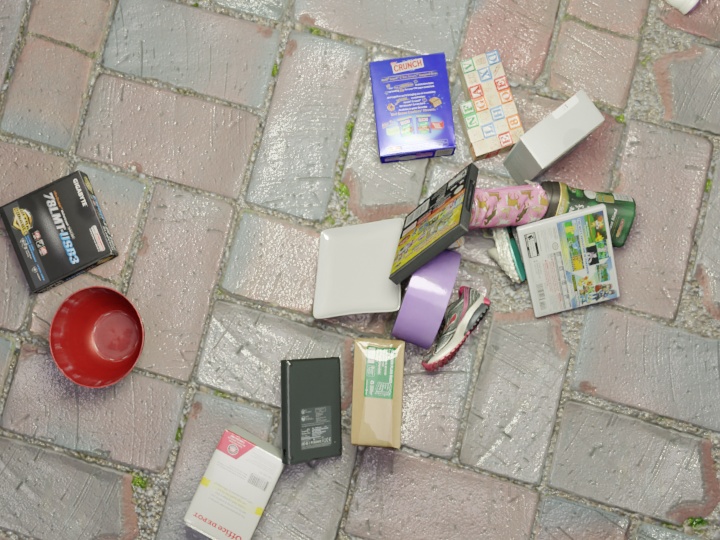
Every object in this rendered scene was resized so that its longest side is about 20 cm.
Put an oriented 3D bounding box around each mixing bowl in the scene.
[{"bbox_3d":[-0.532,0.138,1.420,0.194,0.108,0.206,0,85,1],"label":"mixing bowl"}]

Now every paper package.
[{"bbox_3d":[0.036,0.239,1.353,0.100,0.191,0.206,3,85,2],"label":"paper package"}]

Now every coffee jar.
[{"bbox_3d":[0.459,-0.118,1.408,0.194,0.086,0.107,11,123,4],"label":"coffee jar"}]

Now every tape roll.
[{"bbox_3d":[0.130,0.049,1.359,0.083,0.200,0.205,19,87,4],"label":"tape roll"}]

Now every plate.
[{"bbox_3d":[0.000,0.000,1.404,0.195,0.032,0.205,-7,65,24],"label":"plate"}]

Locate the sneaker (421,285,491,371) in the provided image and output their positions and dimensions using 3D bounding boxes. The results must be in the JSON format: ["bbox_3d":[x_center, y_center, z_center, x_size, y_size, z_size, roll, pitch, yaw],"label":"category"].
[{"bbox_3d":[0.189,0.124,1.412,0.074,0.081,0.201,35,70,14],"label":"sneaker"}]

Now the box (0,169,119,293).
[{"bbox_3d":[-0.653,-0.083,1.472,0.194,0.050,0.204,-24,86,1],"label":"box"}]

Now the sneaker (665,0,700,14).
[{"bbox_3d":[0.711,-0.660,1.453,0.098,0.075,0.204,26,87,2],"label":"sneaker"}]

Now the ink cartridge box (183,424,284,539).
[{"bbox_3d":[-0.254,0.447,1.400,0.142,0.083,0.204,26,86,3],"label":"ink cartridge box"}]

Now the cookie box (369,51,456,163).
[{"bbox_3d":[0.111,-0.346,1.450,0.166,0.075,0.206,-6,86,2],"label":"cookie box"}]

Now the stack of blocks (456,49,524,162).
[{"bbox_3d":[0.266,-0.351,1.453,0.112,0.059,0.205,-17,86,1],"label":"stack of blocks"}]

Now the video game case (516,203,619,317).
[{"bbox_3d":[0.426,-0.017,1.391,0.177,0.022,0.205,-14,110,9],"label":"video game case"}]

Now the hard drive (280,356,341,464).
[{"bbox_3d":[-0.099,0.283,1.395,0.137,0.033,0.206,2,85,-38],"label":"hard drive"}]

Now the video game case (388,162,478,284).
[{"bbox_3d":[0.138,-0.087,1.277,0.025,0.199,0.183,36,43,-18],"label":"video game case"}]

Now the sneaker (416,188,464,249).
[{"bbox_3d":[0.158,-0.093,1.388,0.076,0.201,0.079,-28,115,12],"label":"sneaker"}]

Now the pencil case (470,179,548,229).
[{"bbox_3d":[0.276,-0.130,1.348,0.195,0.082,0.089,-8,92,-26],"label":"pencil case"}]

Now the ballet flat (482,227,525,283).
[{"bbox_3d":[0.296,-0.067,1.438,0.070,0.072,0.206,-13,83,1],"label":"ballet flat"}]

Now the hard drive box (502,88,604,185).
[{"bbox_3d":[0.384,-0.258,1.372,0.155,0.200,0.077,-37,86,-2],"label":"hard drive box"}]
